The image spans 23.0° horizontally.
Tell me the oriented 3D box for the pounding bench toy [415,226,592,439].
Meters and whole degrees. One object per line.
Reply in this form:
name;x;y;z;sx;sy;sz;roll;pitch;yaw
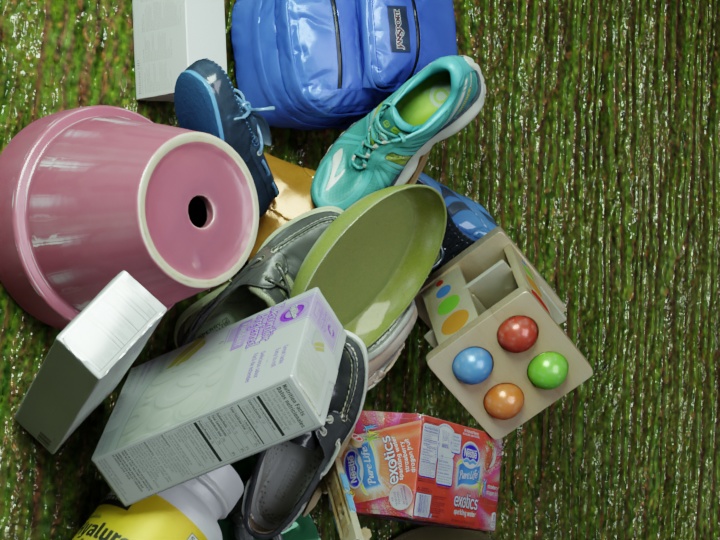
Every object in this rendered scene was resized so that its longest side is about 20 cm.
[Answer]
pounding bench toy;0.162;0.092;1.799;0.124;0.156;0.200;-36;118;11

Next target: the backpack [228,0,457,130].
backpack;-0.016;-0.221;1.678;0.199;0.167;0.164;-4;84;-41

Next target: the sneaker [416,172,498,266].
sneaker;0.086;-0.055;1.845;0.200;0.066;0.079;37;29;-25

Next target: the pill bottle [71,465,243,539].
pill bottle;-0.189;0.244;1.528;0.112;0.111;0.200;54;57;-27

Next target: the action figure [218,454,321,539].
action figure;-0.113;0.186;1.643;0.118;0.055;0.201;-23;99;-28

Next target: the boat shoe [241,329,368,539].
boat shoe;-0.052;0.148;1.568;0.074;0.060;0.201;29;103;2

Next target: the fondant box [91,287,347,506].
fondant box;-0.117;0.106;1.495;0.058;0.199;0.145;59;21;-22

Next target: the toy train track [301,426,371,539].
toy train track;-0.011;0.198;1.596;0.032;0.200;0.115;20;110;-18

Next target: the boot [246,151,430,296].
boot;-0.036;-0.077;1.674;0.144;0.071;0.202;34;75;-2

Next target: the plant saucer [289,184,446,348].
plant saucer;0.000;0.000;1.607;0.200;0.031;0.201;-39;151;-26

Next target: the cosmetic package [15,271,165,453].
cosmetic package;-0.224;0.077;1.443;0.051;0.200;0.083;43;59;1

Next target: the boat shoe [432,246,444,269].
boat shoe;-0.007;-0.008;1.736;0.199;0.062;0.075;-2;95;-35

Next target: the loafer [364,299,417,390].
loafer;-0.018;0.101;1.715;0.200;0.072;0.063;-44;135;-13

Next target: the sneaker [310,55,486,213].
sneaker;0.025;-0.126;1.606;0.078;0.200;0.080;49;12;13

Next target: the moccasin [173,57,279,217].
moccasin;-0.115;-0.121;1.563;0.068;0.080;0.200;-36;151;-19

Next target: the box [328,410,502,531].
box;0.058;0.198;1.737;0.200;0.095;0.100;22;72;-60

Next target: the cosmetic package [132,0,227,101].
cosmetic package;-0.165;-0.257;1.596;0.050;0.082;0.202;-2;90;-45

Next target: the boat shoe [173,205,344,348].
boat shoe;-0.084;0.022;1.601;0.200;0.066;0.072;-37;110;5

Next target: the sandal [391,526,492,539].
sandal;0.041;0.320;1.788;0.211;0.078;0.070;-11;127;-36

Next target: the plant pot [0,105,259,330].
plant pot;-0.189;-0.047;1.498;0.199;0.178;0.202;3;85;-42
